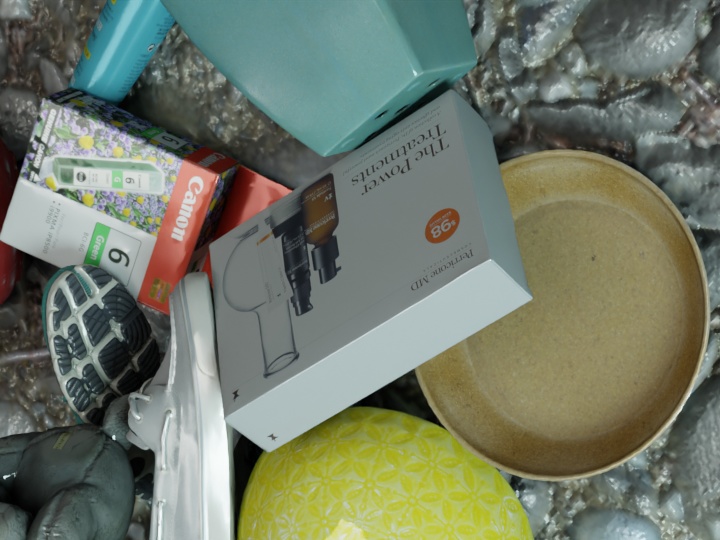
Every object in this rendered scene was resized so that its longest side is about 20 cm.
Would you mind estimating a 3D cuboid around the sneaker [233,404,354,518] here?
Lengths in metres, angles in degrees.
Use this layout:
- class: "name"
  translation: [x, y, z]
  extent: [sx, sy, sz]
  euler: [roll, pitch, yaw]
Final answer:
- class: "sneaker"
  translation: [-0.051, 0.100, 1.230]
  extent: [0.074, 0.081, 0.201]
  euler: [36, 112, 24]

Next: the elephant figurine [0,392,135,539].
- class: "elephant figurine"
  translation: [-0.205, 0.209, 1.225]
  extent: [0.154, 0.142, 0.201]
  euler: [-8, 125, 0]

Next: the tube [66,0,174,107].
- class: "tube"
  translation: [-0.185, -0.131, 1.303]
  extent: [0.050, 0.078, 0.201]
  euler: [30, 111, -8]

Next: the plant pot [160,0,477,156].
- class: "plant pot"
  translation: [-0.027, -0.182, 1.157]
  extent: [0.141, 0.141, 0.201]
  euler: [-39, 81, 29]

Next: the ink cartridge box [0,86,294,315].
- class: "ink cartridge box"
  translation: [-0.136, -0.035, 1.253]
  extent: [0.199, 0.050, 0.110]
  euler: [24, 108, 8]

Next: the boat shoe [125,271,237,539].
- class: "boat shoe"
  translation: [-0.117, 0.103, 1.186]
  extent: [0.068, 0.072, 0.202]
  euler: [-3, 98, 0]

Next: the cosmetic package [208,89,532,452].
- class: "cosmetic package"
  translation: [0.000, 0.000, 1.131]
  extent: [0.199, 0.052, 0.151]
  euler: [-32, 44, 21]

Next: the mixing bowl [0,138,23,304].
- class: "mixing bowl"
  translation: [-0.303, -0.036, 1.332]
  extent: [0.200, 0.108, 0.202]
  euler: [177, 90, -73]

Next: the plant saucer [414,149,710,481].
- class: "plant saucer"
  translation: [0.124, 0.028, 1.128]
  extent: [0.199, 0.035, 0.202]
  euler: [-3, 84, 29]

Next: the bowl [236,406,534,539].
- class: "bowl"
  translation: [0.002, 0.198, 1.154]
  extent: [0.199, 0.108, 0.201]
  euler: [9, 119, 16]

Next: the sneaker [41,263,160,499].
- class: "sneaker"
  translation: [-0.184, 0.078, 1.278]
  extent: [0.079, 0.077, 0.201]
  euler: [25, 142, 38]
